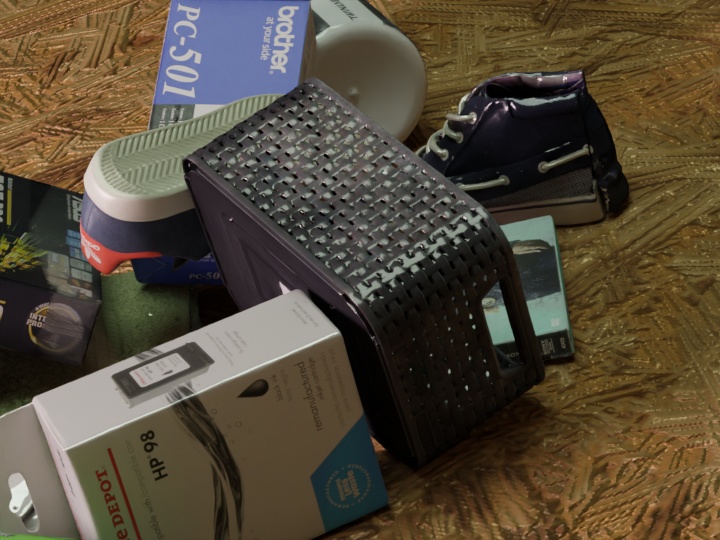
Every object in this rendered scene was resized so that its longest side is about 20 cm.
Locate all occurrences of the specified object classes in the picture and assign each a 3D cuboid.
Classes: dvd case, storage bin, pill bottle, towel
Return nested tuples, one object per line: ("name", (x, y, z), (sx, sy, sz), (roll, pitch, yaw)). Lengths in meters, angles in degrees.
("dvd case", (0.024, 0.028, 1.653), (0.200, 0.022, 0.146), (-13, 28, 7))
("storage bin", (0.000, 0.000, 1.548), (0.094, 0.135, 0.200), (-33, 45, -16))
("pill bottle", (-0.035, -0.153, 1.927), (0.106, 0.106, 0.200), (-22, 28, -11))
("towel", (-0.162, 0.055, 1.684), (0.148, 0.037, 0.200), (-17, 28, -1))

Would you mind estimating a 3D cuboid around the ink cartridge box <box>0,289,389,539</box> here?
("ink cartridge box", (-0.097, 0.105, 1.472), (0.200, 0.116, 0.067), (-23, 30, -13))

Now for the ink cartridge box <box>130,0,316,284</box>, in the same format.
("ink cartridge box", (-0.085, -0.084, 1.749), (0.094, 0.044, 0.200), (1, 54, 7))

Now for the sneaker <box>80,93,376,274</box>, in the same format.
("sneaker", (-0.084, -0.046, 1.659), (0.200, 0.085, 0.075), (-11, 50, -33))

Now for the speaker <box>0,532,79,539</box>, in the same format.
("speaker", (-0.185, 0.174, 1.423), (0.200, 0.088, 0.088), (2, 32, 30))

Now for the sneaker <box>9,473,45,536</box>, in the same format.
("sneaker", (-0.214, 0.133, 1.533), (0.200, 0.075, 0.087), (-23, 33, -12))

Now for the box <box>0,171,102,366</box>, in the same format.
("box", (-0.242, -0.015, 1.688), (0.161, 0.049, 0.200), (17, 17, -11))

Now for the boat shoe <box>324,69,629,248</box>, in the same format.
("boat shoe", (0.064, -0.075, 1.745), (0.200, 0.093, 0.075), (-8, 29, 14))
